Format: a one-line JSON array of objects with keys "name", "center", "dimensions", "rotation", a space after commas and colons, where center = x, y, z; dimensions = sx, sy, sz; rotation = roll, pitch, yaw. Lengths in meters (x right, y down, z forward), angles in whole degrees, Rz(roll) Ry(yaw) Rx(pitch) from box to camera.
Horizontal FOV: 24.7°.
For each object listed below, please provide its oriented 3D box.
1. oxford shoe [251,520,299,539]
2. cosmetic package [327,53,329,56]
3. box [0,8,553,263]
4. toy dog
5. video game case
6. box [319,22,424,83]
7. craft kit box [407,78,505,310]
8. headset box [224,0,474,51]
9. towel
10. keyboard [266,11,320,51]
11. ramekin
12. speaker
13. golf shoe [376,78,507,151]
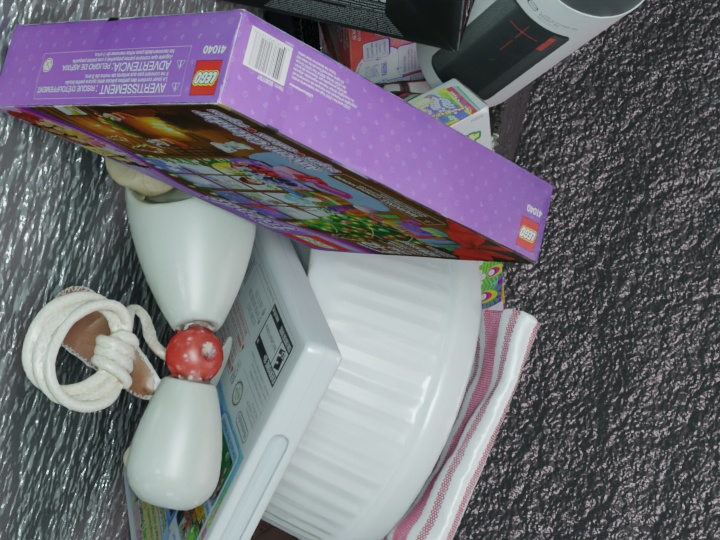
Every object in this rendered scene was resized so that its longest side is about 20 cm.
[{"name": "oxford shoe", "center": [-0.066, 0.162, 1.043], "dimensions": [0.200, 0.073, 0.071], "rotation": [-45, 179, -4]}, {"name": "cosmetic package", "center": [-0.019, -0.062, 1.255], "dimensions": [0.102, 0.071, 0.200], "rotation": [92, 13, -48]}, {"name": "box", "center": [-0.032, -0.051, 0.687], "dimensions": [0.200, 0.137, 0.039], "rotation": [24, 76, -45]}, {"name": "toy dog", "center": [-0.098, 0.007, 0.792], "dimensions": [0.132, 0.096, 0.200], "rotation": [40, 60, -31]}, {"name": "video game case", "center": [-0.074, 0.078, 0.858], "dimensions": [0.182, 0.024, 0.200], "rotation": [-64, -160, 15]}, {"name": "box", "center": [0.023, -0.208, 1.134], "dimensions": [0.200, 0.102, 0.095], "rotation": [84, -13, -63]}, {"name": "craft kit box", "center": [0.000, 0.000, 1.073], "dimensions": [0.200, 0.049, 0.198], "rotation": [-29, 135, -18]}, {"name": "headset box", "center": [0.012, -0.234, 0.959], "dimensions": [0.075, 0.148, 0.200], "rotation": [94, 11, -52]}, {"name": "towel", "center": [0.026, 0.087, 0.939], "dimensions": [0.147, 0.030, 0.200], "rotation": [-68, -162, -7]}, {"name": "keyboard", "center": [-0.047, -0.151, 1.122], "dimensions": [0.200, 0.021, 0.127], "rotation": [83, 21, -63]}, {"name": "ramekin", "center": [-0.022, 0.053, 0.923], "dimensions": [0.202, 0.094, 0.203], "rotation": [-53, -155, 37]}, {"name": "speaker", "center": [0.103, -0.163, 1.005], "dimensions": [0.200, 0.081, 0.081], "rotation": [152, -45, -70]}, {"name": "golf shoe", "center": [0.034, -0.109, 1.155], "dimensions": [0.200, 0.088, 0.077], "rotation": [-12, 120, -56]}]
